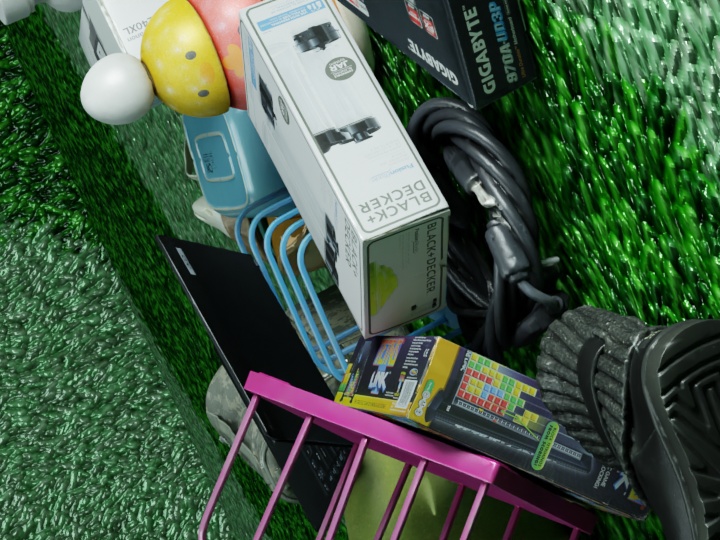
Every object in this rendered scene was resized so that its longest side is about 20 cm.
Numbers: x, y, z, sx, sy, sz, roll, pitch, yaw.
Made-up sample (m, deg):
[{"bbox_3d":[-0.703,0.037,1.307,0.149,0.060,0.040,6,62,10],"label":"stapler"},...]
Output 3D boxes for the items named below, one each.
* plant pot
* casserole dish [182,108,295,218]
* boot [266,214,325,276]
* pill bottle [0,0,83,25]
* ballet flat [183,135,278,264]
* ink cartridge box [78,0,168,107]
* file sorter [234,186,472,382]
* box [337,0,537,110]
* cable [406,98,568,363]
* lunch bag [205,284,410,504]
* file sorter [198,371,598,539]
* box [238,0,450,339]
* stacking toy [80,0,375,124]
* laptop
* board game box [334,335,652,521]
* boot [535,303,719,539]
[{"bbox_3d":[0.064,0.189,1.512,0.201,0.199,0.185,90,162,-64],"label":"plant pot"},{"bbox_3d":[-0.103,-0.097,1.649,0.200,0.039,0.122,-175,69,-72],"label":"casserole dish"},{"bbox_3d":[-0.059,-0.093,1.699,0.201,0.070,0.145,100,148,-65],"label":"boot"},{"bbox_3d":[-0.211,-0.276,1.612,0.113,0.199,0.112,58,167,22],"label":"pill bottle"},{"bbox_3d":[-0.120,-0.087,1.798,0.068,0.072,0.201,36,-143,-64],"label":"ballet flat"},{"bbox_3d":[-0.140,-0.202,1.599,0.084,0.144,0.200,63,168,3],"label":"ink cartridge box"},{"bbox_3d":[0.000,0.000,1.490,0.140,0.122,0.200,67,168,-13],"label":"file sorter"},{"bbox_3d":[0.021,-0.203,1.168,0.200,0.046,0.160,46,159,53],"label":"box"},{"bbox_3d":[0.068,-0.023,1.298,0.164,0.051,0.200,62,169,6],"label":"cable"},{"bbox_3d":[-0.038,0.116,1.770,0.140,0.167,0.200,68,167,-20],"label":"lunch bag"},{"bbox_3d":[0.018,0.166,1.278,0.199,0.126,0.139,17,172,37],"label":"file sorter"},{"bbox_3d":[-0.011,-0.072,1.298,0.117,0.060,0.201,90,156,-58],"label":"box"},{"bbox_3d":[-0.102,-0.152,1.419,0.147,0.199,0.146,58,167,22],"label":"stacking toy"},{"bbox_3d":[-0.085,0.086,1.472,0.178,0.103,0.200,59,149,24],"label":"laptop"},{"bbox_3d":[0.085,0.096,1.283,0.164,0.057,0.200,23,174,-12],"label":"board game box"},{"bbox_3d":[0.176,0.119,1.101,0.158,0.079,0.213,174,81,-70],"label":"boot"}]
